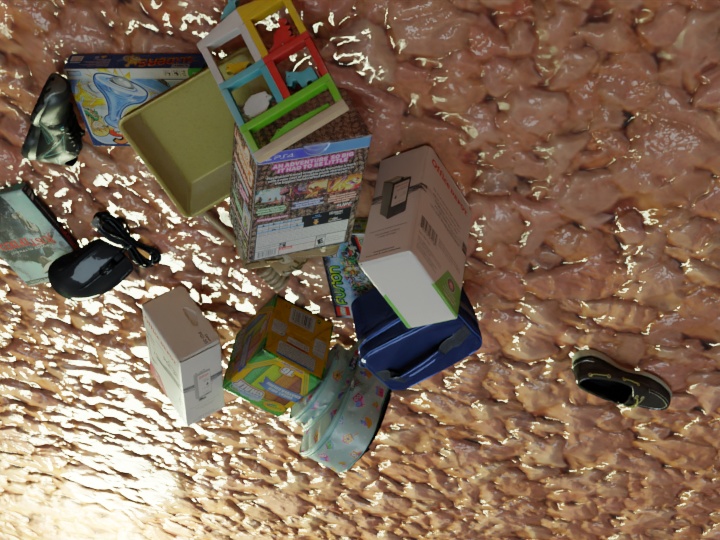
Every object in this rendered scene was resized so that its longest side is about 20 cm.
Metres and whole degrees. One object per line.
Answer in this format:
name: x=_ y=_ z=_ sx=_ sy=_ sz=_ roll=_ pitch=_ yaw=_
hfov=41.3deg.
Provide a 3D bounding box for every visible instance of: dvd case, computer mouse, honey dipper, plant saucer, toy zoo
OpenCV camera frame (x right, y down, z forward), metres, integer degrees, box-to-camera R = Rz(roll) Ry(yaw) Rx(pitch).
dvd case: x=-0.551 y=-0.056 z=1.578 sx=0.144 sy=0.022 sz=0.201 roll=-9 pitch=137 yaw=21
computer mouse: x=-0.439 y=-0.004 z=1.567 sx=0.199 sy=0.053 sz=0.138 roll=-29 pitch=130 yaw=25
honey dipper: x=-0.191 y=-0.039 z=1.512 sx=0.038 sy=0.038 sz=0.200 roll=-25 pitch=126 yaw=34
plant saucer: x=-0.198 y=-0.190 z=1.280 sx=0.198 sy=0.049 sz=0.201 roll=-30 pitch=139 yaw=0
toy zoo: x=-0.114 y=-0.250 z=1.165 sx=0.130 sy=0.202 sz=0.020 roll=-28 pitch=169 yaw=6

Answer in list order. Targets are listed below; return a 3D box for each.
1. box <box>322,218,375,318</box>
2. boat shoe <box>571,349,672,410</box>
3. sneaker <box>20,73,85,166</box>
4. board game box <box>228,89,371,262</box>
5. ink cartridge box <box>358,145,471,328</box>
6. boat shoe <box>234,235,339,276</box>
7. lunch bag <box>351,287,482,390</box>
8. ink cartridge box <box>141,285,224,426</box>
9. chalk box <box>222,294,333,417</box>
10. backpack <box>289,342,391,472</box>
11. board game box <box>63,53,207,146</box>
box: x=0.000 y=0.000 z=1.517 sx=0.108 sy=0.035 sz=0.201 roll=1 pitch=138 yaw=11
boat shoe: x=0.447 y=0.202 z=1.631 sx=0.199 sy=0.061 sz=0.072 roll=23 pitch=137 yaw=-14
sneaker: x=-0.420 y=-0.207 z=1.337 sx=0.078 sy=0.076 sz=0.200 roll=24 pitch=153 yaw=-16
board game box: x=-0.087 y=-0.126 z=1.291 sx=0.157 sy=0.097 sz=0.201 roll=-12 pitch=141 yaw=-22
ink cartridge box: x=0.081 y=-0.047 z=1.323 sx=0.083 sy=0.202 sz=0.146 roll=-14 pitch=134 yaw=29
boat shoe: x=-0.106 y=-0.028 z=1.438 sx=0.198 sy=0.071 sz=0.066 roll=3 pitch=107 yaw=41
lunch bag: x=0.081 y=0.096 z=1.491 sx=0.199 sy=0.133 sz=0.136 roll=-31 pitch=135 yaw=16
ink cartridge box: x=-0.306 y=0.149 z=1.656 sx=0.082 sy=0.147 sz=0.201 roll=-26 pitch=147 yaw=-25
chalk box: x=-0.155 y=0.160 z=1.660 sx=0.123 sy=0.125 sz=0.200 roll=28 pitch=136 yaw=-19
backpack: x=-0.035 y=0.241 z=1.669 sx=0.152 sy=0.202 sz=0.176 roll=27 pitch=137 yaw=-18
board game box: x=-0.292 y=-0.233 z=1.316 sx=0.197 sy=0.035 sz=0.136 roll=1 pitch=138 yaw=10
